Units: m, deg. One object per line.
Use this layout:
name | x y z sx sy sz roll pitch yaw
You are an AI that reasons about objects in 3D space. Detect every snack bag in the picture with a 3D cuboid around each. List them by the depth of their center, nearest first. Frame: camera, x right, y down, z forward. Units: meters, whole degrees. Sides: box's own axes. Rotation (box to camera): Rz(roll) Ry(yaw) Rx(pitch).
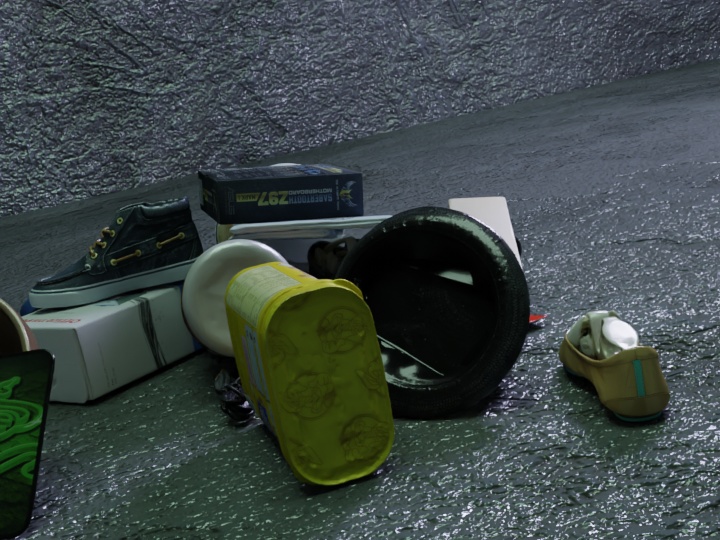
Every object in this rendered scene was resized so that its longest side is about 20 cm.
snack bag | -0.032 -0.045 1.257 0.199 0.022 0.189 -4 1 1

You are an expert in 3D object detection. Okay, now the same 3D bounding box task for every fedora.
fedora | 0.070 0.043 1.034 0.200 0.202 0.092 -4 -20 29

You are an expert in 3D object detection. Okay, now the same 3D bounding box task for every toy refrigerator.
toy refrigerator | 0.128 -0.003 1.189 0.070 0.076 0.200 -3 25 2

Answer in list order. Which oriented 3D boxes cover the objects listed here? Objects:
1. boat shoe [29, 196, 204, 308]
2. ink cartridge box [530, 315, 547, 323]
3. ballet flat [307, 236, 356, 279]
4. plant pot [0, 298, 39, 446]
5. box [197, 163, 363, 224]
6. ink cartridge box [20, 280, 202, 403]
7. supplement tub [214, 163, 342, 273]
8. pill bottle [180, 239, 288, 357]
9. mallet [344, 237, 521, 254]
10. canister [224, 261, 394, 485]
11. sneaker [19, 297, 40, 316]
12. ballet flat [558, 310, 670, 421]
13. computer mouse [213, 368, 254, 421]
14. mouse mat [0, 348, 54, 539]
boat shoe | -0.276 -0.021 1.301 0.199 0.091 0.071 -14 11 -8
ink cartridge box | 0.073 0.039 1.225 0.159 0.048 0.200 -16 11 -24
ballet flat | 0.000 0.000 1.214 0.074 0.075 0.200 -18 14 -31
plant pot | -0.358 0.122 1.021 0.200 0.202 0.093 -8 -31 11
box | -0.093 -0.088 1.305 0.157 0.051 0.200 -5 10 -13
ink cartridge box | -0.280 0.072 1.307 0.146 0.086 0.200 -2 13 37
supplement tub | -0.103 -0.058 1.511 0.144 0.145 0.200 -15 -2 -18
pill bottle | -0.129 0.033 1.216 0.116 0.117 0.200 -13 -2 -10
mallet | 0.082 -0.028 1.338 0.199 0.041 0.066 2 4 1
canister | -0.049 0.073 0.947 0.086 0.149 0.200 -14 11 -14
sneaker | -0.320 0.029 1.457 0.200 0.078 0.070 -35 -21 -12
ballet flat | 0.207 0.063 0.959 0.068 0.063 0.200 -11 12 -4
computer mouse | -0.040 0.091 1.109 0.199 0.044 0.110 -19 8 -11
mouse mat | -0.345 0.145 0.944 0.199 0.162 0.008 -8 -32 12
